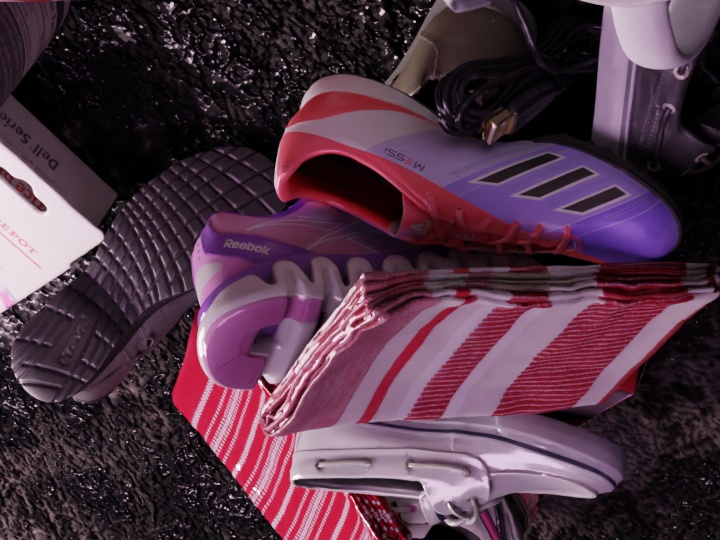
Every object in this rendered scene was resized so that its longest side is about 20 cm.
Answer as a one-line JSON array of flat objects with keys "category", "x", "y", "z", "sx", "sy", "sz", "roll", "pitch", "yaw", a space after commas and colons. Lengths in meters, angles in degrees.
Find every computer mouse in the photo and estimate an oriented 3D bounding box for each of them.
[{"category": "computer mouse", "x": 0.049, "y": -0.163, "z": 0.955, "sx": 0.044, "sy": 0.109, "sz": 0.201, "roll": 11, "pitch": 130, "yaw": 51}]

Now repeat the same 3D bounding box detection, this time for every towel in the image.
[{"category": "towel", "x": 0.064, "y": 0.041, "z": 1.001, "sx": 0.199, "sy": 0.023, "sz": 0.144, "roll": -2, "pitch": 152, "yaw": -26}, {"category": "towel", "x": -0.050, "y": 0.123, "z": 1.297, "sx": 0.200, "sy": 0.022, "sz": 0.145, "roll": 51, "pitch": 151, "yaw": 17}]

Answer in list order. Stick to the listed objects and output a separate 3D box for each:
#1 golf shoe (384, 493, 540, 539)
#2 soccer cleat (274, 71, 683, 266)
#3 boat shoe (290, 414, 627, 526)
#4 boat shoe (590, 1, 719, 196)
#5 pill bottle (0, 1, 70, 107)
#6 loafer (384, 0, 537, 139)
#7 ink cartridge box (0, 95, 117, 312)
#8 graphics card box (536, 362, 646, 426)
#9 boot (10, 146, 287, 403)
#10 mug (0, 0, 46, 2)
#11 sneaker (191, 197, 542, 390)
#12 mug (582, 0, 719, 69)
[{"category": "golf shoe", "x": 0.030, "y": 0.119, "z": 1.267, "sx": 0.200, "sy": 0.092, "sz": 0.072, "roll": 44, "pitch": 140, "yaw": -17}, {"category": "soccer cleat", "x": 0.055, "y": -0.033, "z": 0.989, "sx": 0.199, "sy": 0.073, "sz": 0.068, "roll": 19, "pitch": 136, "yaw": 9}, {"category": "boat shoe", "x": 0.054, "y": 0.117, "z": 1.183, "sx": 0.199, "sy": 0.067, "sz": 0.074, "roll": 7, "pitch": 160, "yaw": 25}, {"category": "boat shoe", "x": 0.153, "y": -0.081, "z": 0.998, "sx": 0.066, "sy": 0.070, "sz": 0.201, "roll": 15, "pitch": 132, "yaw": 18}, {"category": "pill bottle", "x": -0.218, "y": -0.132, "z": 1.044, "sx": 0.113, "sy": 0.201, "sz": 0.114, "roll": 16, "pitch": 140, "yaw": 14}, {"category": "loafer", "x": 0.030, "y": -0.066, "z": 1.077, "sx": 0.075, "sy": 0.070, "sz": 0.200, "roll": 25, "pitch": 141, "yaw": 3}, {"category": "ink cartridge box", "x": -0.232, "y": -0.043, "z": 1.258, "sx": 0.117, "sy": 0.067, "sz": 0.200, "roll": 44, "pitch": 139, "yaw": -17}, {"category": "graphics card box", "x": 0.046, "y": 0.032, "z": 1.143, "sx": 0.199, "sy": 0.051, "sz": 0.125, "roll": 22, "pitch": 157, "yaw": -13}, {"category": "boot", "x": -0.120, "y": 0.001, "z": 1.230, "sx": 0.070, "sy": 0.200, "sz": 0.132, "roll": 53, "pitch": -175, "yaw": 6}, {"category": "mug", "x": -0.104, "y": -0.195, "z": 0.921, "sx": 0.198, "sy": 0.134, "sz": 0.178, "roll": 1, "pitch": 147, "yaw": -5}, {"category": "sneaker", "x": 0.000, "y": 0.000, "z": 1.031, "sx": 0.199, "sy": 0.089, "sz": 0.081, "roll": -3, "pitch": 134, "yaw": -29}, {"category": "mug", "x": 0.123, "y": -0.174, "z": 0.819, "sx": 0.147, "sy": 0.176, "sz": 0.201, "roll": 8, "pitch": 138, "yaw": 23}]
